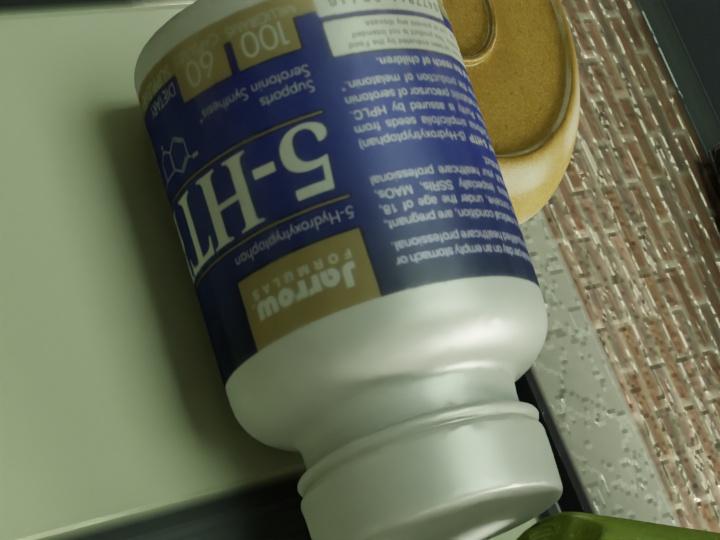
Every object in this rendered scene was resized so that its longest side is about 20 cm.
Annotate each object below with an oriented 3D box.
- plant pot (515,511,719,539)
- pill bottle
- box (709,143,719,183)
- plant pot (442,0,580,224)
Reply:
[{"bbox_3d":[0.136,0.172,0.952,0.189,0.200,0.201,19,52,-21],"label":"plant pot"},{"bbox_3d":[0.000,0.000,0.949,0.119,0.120,0.201,0,65,-46],"label":"pill bottle"},{"bbox_3d":[0.258,0.028,1.241,0.157,0.050,0.201,6,61,-44],"label":"box"},{"bbox_3d":[0.027,-0.112,1.124,0.200,0.027,0.201,25,50,-33],"label":"plant pot"}]
